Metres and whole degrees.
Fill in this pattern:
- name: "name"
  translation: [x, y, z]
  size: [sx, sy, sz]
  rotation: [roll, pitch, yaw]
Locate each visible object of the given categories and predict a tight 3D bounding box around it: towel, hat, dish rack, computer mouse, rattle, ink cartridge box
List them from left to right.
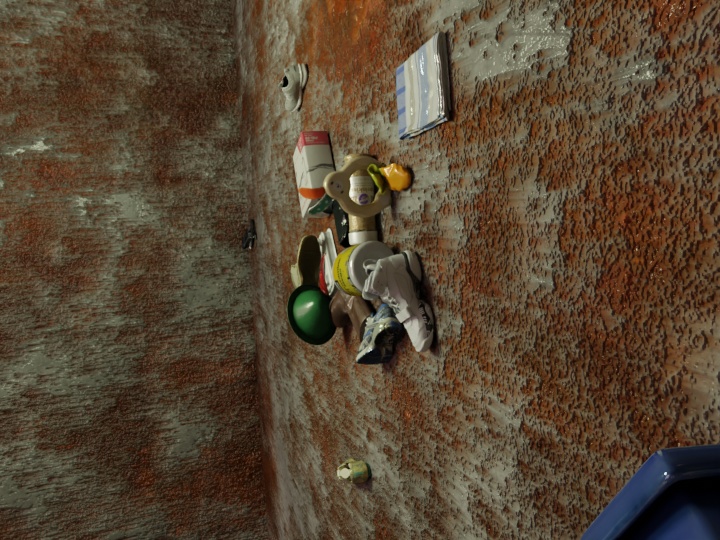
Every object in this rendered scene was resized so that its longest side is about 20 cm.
- name: "computer mouse"
  translation: [-0.574, -0.159, 3.110]
  size: [0.201, 0.045, 0.143]
  rotation: [-57, 36, 44]
- name: "ink cartridge box"
  translation: [-0.130, -0.272, 1.702]
  size: [0.147, 0.081, 0.205]
  rotation: [130, 132, -64]
- name: "dish rack"
  translation: [-0.106, -0.003, 1.761]
  size: [0.172, 0.043, 0.204]
  rotation: [118, 143, -59]
- name: "hat"
  translation: [-0.091, 0.095, 1.592]
  size: [0.175, 0.199, 0.168]
  rotation: [-21, 42, 48]
- name: "rattle"
  translation: [-0.015, -0.160, 1.209]
  size: [0.143, 0.195, 0.133]
  rotation: [-128, 38, -57]
- name: "towel"
  translation: [0.108, -0.326, 1.078]
  size: [0.199, 0.023, 0.151]
  rotation: [-177, 83, -71]

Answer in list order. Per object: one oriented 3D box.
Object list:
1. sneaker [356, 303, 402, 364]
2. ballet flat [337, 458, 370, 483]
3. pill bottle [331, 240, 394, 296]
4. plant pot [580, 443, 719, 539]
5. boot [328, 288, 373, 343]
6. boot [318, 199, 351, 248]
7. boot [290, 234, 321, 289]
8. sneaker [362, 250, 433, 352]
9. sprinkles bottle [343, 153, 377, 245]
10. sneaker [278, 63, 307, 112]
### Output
- name: "sneaker"
  translation: [0.042, 0.146, 1.341]
  size: [0.201, 0.075, 0.087]
  rotation: [121, 150, -49]
- name: "ballet flat"
  translation: [-0.030, 0.557, 1.642]
  size: [0.200, 0.069, 0.072]
  rotation: [132, 130, -65]
- name: "pill bottle"
  translation: [0.000, 0.000, 1.341]
  size: [0.200, 0.110, 0.115]
  rotation: [166, 98, -71]
- name: "plant pot"
  translation: [0.288, 0.245, 0.439]
  size: [0.182, 0.195, 0.203]
  rotation: [-105, 20, -46]
- name: "boot"
  translation: [-0.016, 0.131, 1.513]
  size: [0.201, 0.063, 0.189]
  rotation: [-123, 31, -46]
- name: "boot"
  translation: [-0.049, -0.139, 1.525]
  size: [0.198, 0.072, 0.166]
  rotation: [133, 126, -65]
- name: "boot"
  translation: [-0.166, -0.015, 1.770]
  size: [0.155, 0.070, 0.205]
  rotation: [-142, 50, -68]
- name: "sneaker"
  translation: [0.069, 0.063, 1.150]
  size: [0.075, 0.112, 0.204]
  rotation: [131, 131, -65]
- name: "sprinkles bottle"
  translation: [0.001, -0.162, 1.366]
  size: [0.068, 0.067, 0.205]
  rotation: [-179, 84, -71]
- name: "sneaker"
  translation: [-0.227, -0.590, 1.910]
  size: [0.201, 0.080, 0.076]
  rotation: [120, 141, -59]
